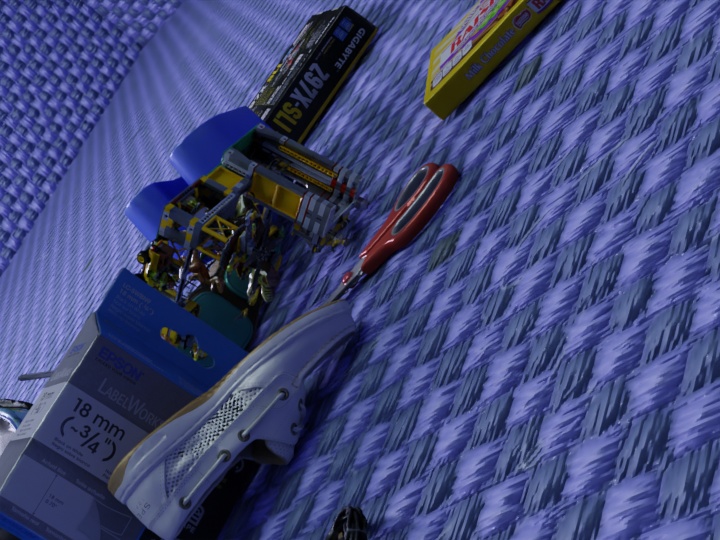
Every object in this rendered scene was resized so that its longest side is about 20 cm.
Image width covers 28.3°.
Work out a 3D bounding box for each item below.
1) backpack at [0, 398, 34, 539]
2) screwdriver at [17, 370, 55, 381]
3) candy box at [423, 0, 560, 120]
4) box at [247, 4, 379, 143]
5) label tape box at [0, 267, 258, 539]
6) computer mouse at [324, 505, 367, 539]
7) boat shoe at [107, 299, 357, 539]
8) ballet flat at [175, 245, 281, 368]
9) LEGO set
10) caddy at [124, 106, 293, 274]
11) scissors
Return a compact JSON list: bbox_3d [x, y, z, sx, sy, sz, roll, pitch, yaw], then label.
[{"bbox_3d":[-0.248,0.187,1.058,0.200,0.134,0.183,-7,77,55],"label":"backpack"},{"bbox_3d":[-0.192,0.076,1.159,0.029,0.200,0.028,-6,89,37],"label":"screwdriver"},{"bbox_3d":[0.122,-0.207,1.075,0.200,0.026,0.102,-45,16,28],"label":"candy box"},{"bbox_3d":[-0.072,-0.187,1.527,0.200,0.049,0.160,-56,14,-4],"label":"box"},{"bbox_3d":[-0.146,0.111,0.969,0.063,0.144,0.200,-22,36,61],"label":"label tape box"},{"bbox_3d":[-0.003,0.170,0.677,0.200,0.034,0.059,-86,18,-69],"label":"computer mouse"},{"bbox_3d":[-0.068,0.099,0.930,0.200,0.069,0.071,-40,-11,-20],"label":"boat shoe"},{"bbox_3d":[-0.119,0.040,1.191,0.067,0.068,0.200,-46,8,38],"label":"ballet flat"},{"bbox_3d":[-0.076,-0.013,1.100,0.200,0.116,0.154,-42,-23,-58],"label":"LEGO set"},{"bbox_3d":[-0.123,-0.066,1.310,0.141,0.105,0.200,-47,-3,21],"label":"caddy"},{"bbox_3d":[0.000,0.000,1.018,0.200,0.014,0.073,-50,19,8],"label":"scissors"}]
